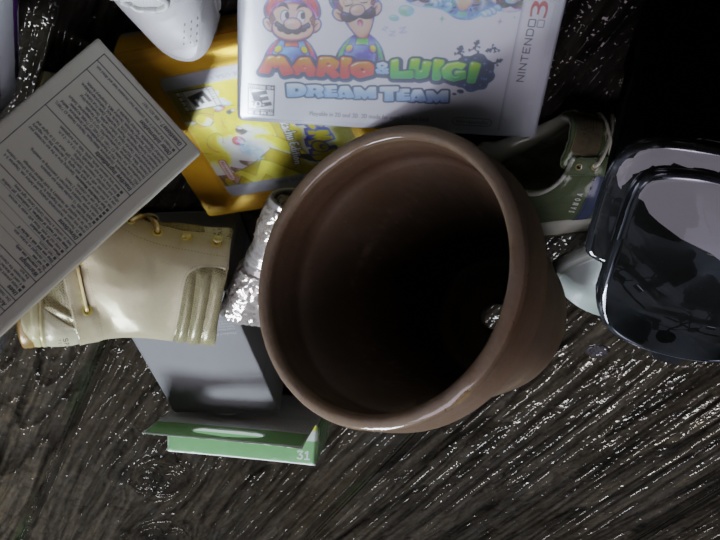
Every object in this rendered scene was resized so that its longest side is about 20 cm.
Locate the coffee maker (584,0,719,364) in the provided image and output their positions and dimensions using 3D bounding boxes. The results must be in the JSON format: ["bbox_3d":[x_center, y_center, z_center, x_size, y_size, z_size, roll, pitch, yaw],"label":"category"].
[{"bbox_3d":[0.192,-0.079,0.664,0.134,0.200,0.192,-7,122,21],"label":"coffee maker"}]

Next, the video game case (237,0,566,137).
[{"bbox_3d":[0.025,-0.163,0.729,0.199,0.024,0.182,3,135,-3],"label":"video game case"}]

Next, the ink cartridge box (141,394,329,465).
[{"bbox_3d":[-0.110,0.154,1.113,0.145,0.048,0.200,4,-172,5],"label":"ink cartridge box"}]

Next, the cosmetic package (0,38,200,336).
[{"bbox_3d":[-0.215,-0.046,0.782,0.105,0.200,0.071,50,164,-11],"label":"cosmetic package"}]

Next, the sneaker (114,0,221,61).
[{"bbox_3d":[-0.146,-0.191,0.700,0.074,0.087,0.200,-10,142,20],"label":"sneaker"}]

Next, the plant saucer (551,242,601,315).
[{"bbox_3d":[0.241,0.011,0.888,0.200,0.050,0.200,-4,164,-1],"label":"plant saucer"}]

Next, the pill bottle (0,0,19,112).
[{"bbox_3d":[-0.273,-0.155,0.752,0.111,0.112,0.200,12,144,-7],"label":"pill bottle"}]

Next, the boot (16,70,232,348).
[{"bbox_3d":[-0.171,-0.041,0.872,0.155,0.201,0.073,2,-175,-11],"label":"boot"}]

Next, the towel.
[{"bbox_3d":[0.000,0.000,0.925,0.200,0.035,0.133,4,134,-28],"label":"towel"}]

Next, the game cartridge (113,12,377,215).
[{"bbox_3d":[-0.048,-0.111,0.844,0.200,0.032,0.176,-6,143,18],"label":"game cartridge"}]

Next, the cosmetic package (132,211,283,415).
[{"bbox_3d":[-0.134,0.042,1.027,0.107,0.090,0.200,0,147,9],"label":"cosmetic package"}]

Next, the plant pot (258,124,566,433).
[{"bbox_3d":[0.058,0.021,0.823,0.200,0.201,0.175,-16,159,29],"label":"plant pot"}]

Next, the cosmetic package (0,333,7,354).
[{"bbox_3d":[-0.458,0.047,1.116,0.151,0.052,0.200,-20,137,35],"label":"cosmetic package"}]

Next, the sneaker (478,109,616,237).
[{"bbox_3d":[0.171,-0.075,0.824,0.200,0.067,0.090,-11,146,28],"label":"sneaker"}]
